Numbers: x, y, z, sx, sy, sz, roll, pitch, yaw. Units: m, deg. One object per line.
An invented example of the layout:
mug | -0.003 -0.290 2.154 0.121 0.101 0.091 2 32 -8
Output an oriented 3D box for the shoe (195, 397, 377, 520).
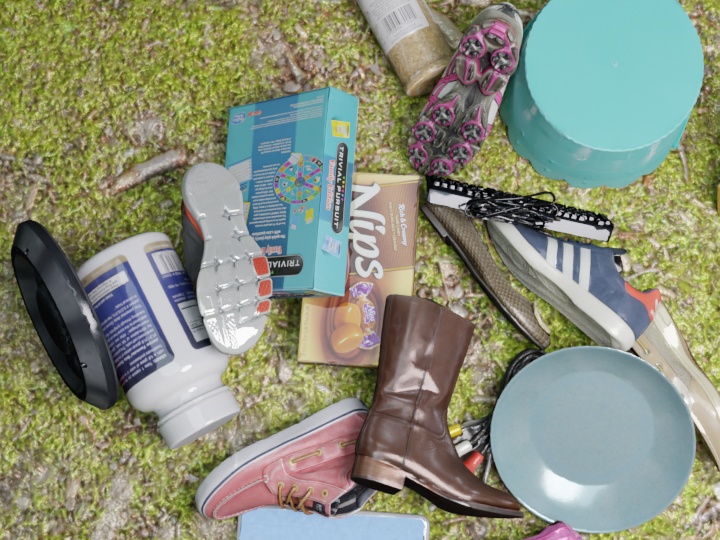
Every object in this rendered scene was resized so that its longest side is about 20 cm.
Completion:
shoe | -0.063 0.212 1.101 0.199 0.072 0.091 -28 55 -6

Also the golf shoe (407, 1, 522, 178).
golf shoe | 0.113 -0.181 1.137 0.072 0.201 0.092 29 38 -1

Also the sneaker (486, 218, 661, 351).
sneaker | 0.219 -0.006 1.126 0.084 0.075 0.200 -42 67 -11

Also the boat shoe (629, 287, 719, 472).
boat shoe | 0.315 0.118 1.116 0.064 0.072 0.201 -27 76 3

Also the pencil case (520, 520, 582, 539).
pencil case | 0.125 0.298 1.074 0.198 0.091 0.095 -12 107 -8

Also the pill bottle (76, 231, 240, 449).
pill bottle | -0.202 0.073 1.120 0.110 0.111 0.201 -28 81 -2

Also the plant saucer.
plant saucer | 0.230 0.163 1.102 0.199 0.039 0.203 4 107 12

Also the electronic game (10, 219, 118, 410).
electronic game | -0.290 0.045 1.089 0.041 0.200 0.201 -26 80 -26

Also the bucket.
bucket | 0.247 -0.192 1.130 0.205 0.135 0.210 0 82 1

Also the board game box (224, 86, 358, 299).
board game box | -0.077 -0.074 1.129 0.150 0.047 0.203 -3 79 42

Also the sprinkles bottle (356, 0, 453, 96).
sprinkles bottle | 0.033 -0.287 1.187 0.068 0.068 0.201 -27 81 -2

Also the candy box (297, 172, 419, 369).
candy box | 0.000 0.000 1.151 0.115 0.056 0.203 4 83 3

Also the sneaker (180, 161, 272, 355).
sneaker | -0.140 -0.005 1.109 0.076 0.082 0.202 -1 67 -23

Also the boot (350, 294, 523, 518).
boot | 0.093 0.129 1.084 0.185 0.064 0.202 20 68 -15

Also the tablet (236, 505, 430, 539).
tablet | -0.031 0.309 1.127 0.197 0.014 0.132 3 82 4

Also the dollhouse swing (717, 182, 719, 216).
dollhouse swing | 0.477 -0.110 1.090 0.200 0.176 0.182 -43 82 -5

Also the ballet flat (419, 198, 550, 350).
ballet flat | 0.137 -0.004 1.144 0.046 0.067 0.201 -38 76 0

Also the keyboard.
keyboard | 0.166 -0.072 1.120 0.198 0.104 0.040 11 111 -4

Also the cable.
cable | 0.130 0.166 1.124 0.199 0.050 0.097 -37 87 -4
